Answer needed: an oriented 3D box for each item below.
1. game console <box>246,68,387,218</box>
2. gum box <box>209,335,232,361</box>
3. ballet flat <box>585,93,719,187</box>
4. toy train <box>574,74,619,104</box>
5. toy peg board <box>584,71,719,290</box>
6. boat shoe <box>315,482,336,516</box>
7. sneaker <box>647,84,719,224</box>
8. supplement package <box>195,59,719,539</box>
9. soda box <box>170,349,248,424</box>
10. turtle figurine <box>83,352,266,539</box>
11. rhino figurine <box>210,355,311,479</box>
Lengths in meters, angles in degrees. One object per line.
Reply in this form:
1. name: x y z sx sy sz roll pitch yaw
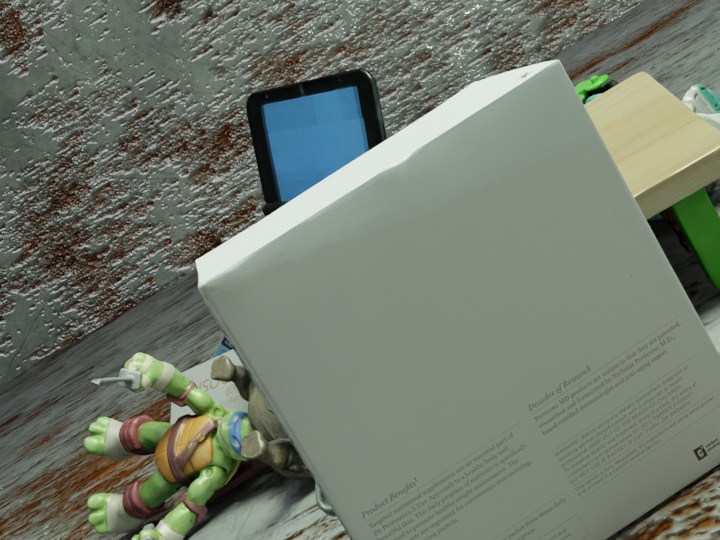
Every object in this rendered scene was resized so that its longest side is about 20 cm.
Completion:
1. game console: -0.065 -0.067 1.008 0.199 0.119 0.171 -1 44 53
2. gum box: -0.100 0.051 1.150 0.170 0.044 0.200 -59 2 -36
3. ballet flat: 0.265 -0.095 0.895 0.198 0.070 0.069 4 6 -7
4. toy train: 0.136 -0.096 0.939 0.200 0.042 0.056 -38 14 -18
5. toy peg board: 0.152 -0.024 0.791 0.199 0.098 0.199 -30 19 10
6. boat shoe: 0.022 0.047 0.677 0.074 0.204 0.065 22 8 31
7. sneaker: 0.254 -0.081 0.984 0.200 0.078 0.091 -36 -7 -43
8. supplement package: 0.047 0.035 0.576 0.190 0.201 0.147 -32 9 -5
9. soda box: -0.080 0.102 0.999 0.199 0.063 0.069 -25 56 36
10. turtle figurine: -0.180 0.150 0.917 0.200 0.145 0.193 -35 5 -42
11. rhino figurine: -0.070 0.081 0.885 0.060 0.087 0.201 -41 41 11
